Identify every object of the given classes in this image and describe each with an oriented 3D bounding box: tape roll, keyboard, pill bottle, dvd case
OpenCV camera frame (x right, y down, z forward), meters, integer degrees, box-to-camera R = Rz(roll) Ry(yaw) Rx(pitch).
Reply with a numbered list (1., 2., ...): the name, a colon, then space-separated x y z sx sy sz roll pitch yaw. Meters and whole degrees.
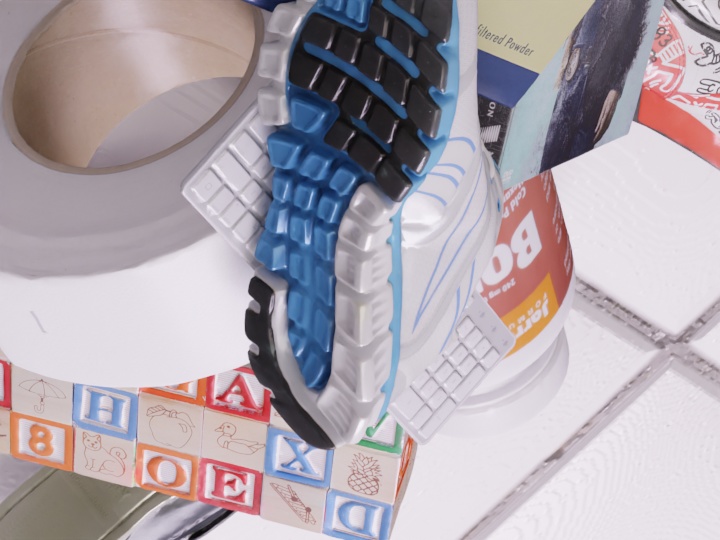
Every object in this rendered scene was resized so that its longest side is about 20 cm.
1. tape roll: -0.075 -0.056 0.993 0.202 0.203 0.071 -28 138 0
2. keyboard: 0.000 0.000 0.942 0.056 0.011 0.200 -52 141 -9
3. pill bottle: 0.033 -0.019 1.148 0.112 0.112 0.201 -25 137 -4
4. dvd case: 0.097 -0.138 1.042 0.146 0.022 0.201 -24 130 -60

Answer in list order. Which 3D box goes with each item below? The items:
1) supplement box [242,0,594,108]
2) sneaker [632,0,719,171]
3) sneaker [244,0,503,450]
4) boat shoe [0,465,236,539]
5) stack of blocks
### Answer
1. supplement box: 0.025 -0.206 0.903 0.134 0.200 0.200 18 120 -37
2. sneaker: 0.187 -0.099 1.185 0.201 0.067 0.108 23 119 -37
3. sneaker: 0.015 -0.037 0.877 0.086 0.075 0.201 -28 144 -37
4. boat shoe: -0.087 0.091 1.227 0.199 0.075 0.066 -40 165 0
5. stack of blocks: -0.072 0.036 1.109 0.199 0.059 0.116 14 132 7
